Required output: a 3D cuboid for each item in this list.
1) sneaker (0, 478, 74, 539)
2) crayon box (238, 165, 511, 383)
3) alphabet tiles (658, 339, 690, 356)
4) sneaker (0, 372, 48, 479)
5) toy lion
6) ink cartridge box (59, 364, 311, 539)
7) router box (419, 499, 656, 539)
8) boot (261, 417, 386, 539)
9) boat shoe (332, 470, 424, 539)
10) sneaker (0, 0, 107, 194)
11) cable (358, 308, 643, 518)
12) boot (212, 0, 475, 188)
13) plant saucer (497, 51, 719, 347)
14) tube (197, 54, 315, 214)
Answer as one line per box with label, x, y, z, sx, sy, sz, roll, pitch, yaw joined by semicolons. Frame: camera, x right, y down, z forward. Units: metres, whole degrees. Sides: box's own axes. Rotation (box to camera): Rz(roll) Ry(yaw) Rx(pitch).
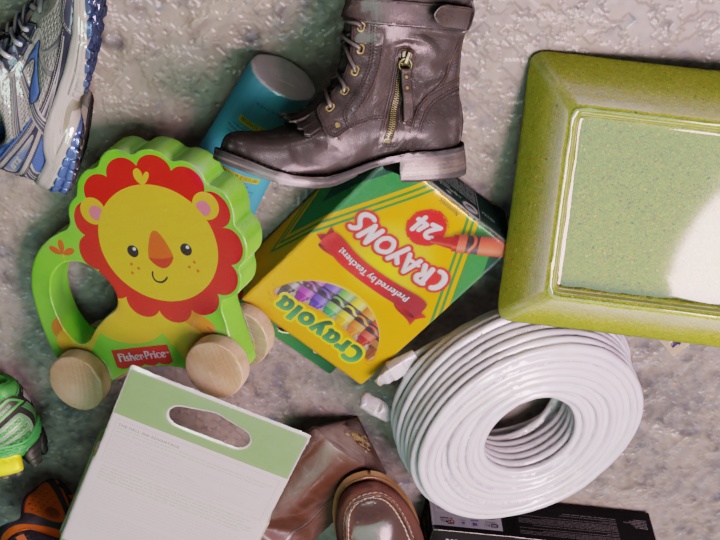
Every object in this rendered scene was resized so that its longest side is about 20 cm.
sneaker;-0.214;0.221;1.426;0.200;0.112;0.078;16;114;-54
crayon box;0.000;0.000;1.305;0.127;0.051;0.200;35;115;-24
alphabet tiles;0.272;-0.036;1.271;0.200;0.006;0.167;-42;83;22
sneaker;-0.352;0.125;1.360;0.199;0.078;0.086;-13;117;-6
toy lion;-0.158;-0.002;1.266;0.199;0.069;0.193;-8;112;27
ink cartridge box;-0.132;0.154;1.307;0.145;0.048;0.201;22;124;-7
router box;0.140;0.274;1.496;0.199;0.052;0.158;6;123;-8
boot;-0.035;0.220;1.447;0.200;0.064;0.186;-48;139;8
boat shoe;0.026;0.256;1.406;0.070;0.070;0.201;-16;121;2
sneaker;-0.222;-0.143;1.181;0.085;0.077;0.201;11;122;-6
cable;0.124;0.110;1.352;0.199;0.069;0.200;-34;134;10
boot;-0.005;-0.148;1.171;0.199;0.069;0.175;-4;104;-22
plant saucer;0.208;-0.044;1.235;0.198;0.048;0.201;7;103;2
tube;-0.099;-0.065;1.262;0.077;0.051;0.200;27;123;-8
